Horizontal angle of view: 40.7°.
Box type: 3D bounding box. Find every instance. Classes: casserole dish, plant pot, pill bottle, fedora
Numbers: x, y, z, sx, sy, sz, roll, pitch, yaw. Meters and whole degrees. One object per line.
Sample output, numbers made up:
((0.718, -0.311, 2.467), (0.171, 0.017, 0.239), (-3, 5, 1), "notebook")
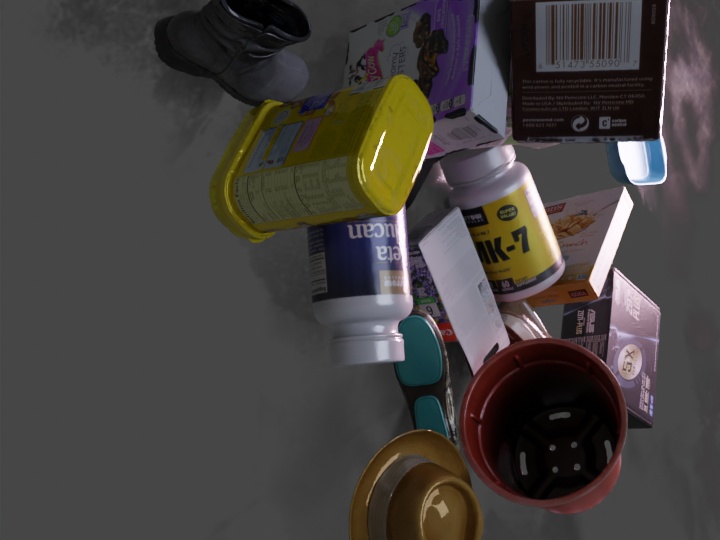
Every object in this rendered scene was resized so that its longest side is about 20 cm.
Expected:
((0.484, -0.209, 1.714), (0.199, 0.038, 0.123), (-9, 90, -49), "casserole dish")
((0.244, 0.213, 1.220), (0.195, 0.198, 0.203), (49, 46, -58), "plant pot")
((0.184, -0.071, 1.277), (0.114, 0.113, 0.202), (-43, 114, -44), "pill bottle")
((0.078, 0.281, 1.077), (0.199, 0.081, 0.204), (-2, 94, -36), "fedora")
((0.000, 0.000, 1.049), (0.110, 0.110, 0.203), (2, 81, -49), "pill bottle")

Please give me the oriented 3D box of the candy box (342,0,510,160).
((0.070, -0.215, 1.106), (0.071, 0.198, 0.170), (25, 63, -43), "candy box")

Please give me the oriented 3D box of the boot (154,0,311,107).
((-0.093, -0.220, 0.968), (0.199, 0.131, 0.071), (4, 79, -49), "boot")

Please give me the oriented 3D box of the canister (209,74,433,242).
((-0.038, -0.109, 0.952), (0.087, 0.198, 0.150), (46, 54, -36), "canister")

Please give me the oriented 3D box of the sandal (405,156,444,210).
((0.085, -0.158, 1.156), (0.048, 0.075, 0.202), (20, 108, -44), "sandal")

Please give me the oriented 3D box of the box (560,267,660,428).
((0.383, 0.123, 1.492), (0.163, 0.085, 0.202), (33, 59, -40), "box")

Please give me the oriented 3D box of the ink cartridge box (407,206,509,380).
((0.117, 0.034, 1.227), (0.109, 0.050, 0.202), (-41, 114, -46), "ink cartridge box")

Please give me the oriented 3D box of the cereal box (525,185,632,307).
((0.292, -0.032, 1.374), (0.040, 0.143, 0.201), (53, 46, -27), "cereal box")

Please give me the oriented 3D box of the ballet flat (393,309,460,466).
((0.082, 0.136, 1.165), (0.075, 0.067, 0.203), (-43, 122, -68), "ballet flat")

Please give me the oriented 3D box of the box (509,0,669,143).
((0.258, -0.261, 1.095), (0.201, 0.164, 0.166), (-67, 154, -54), "box")

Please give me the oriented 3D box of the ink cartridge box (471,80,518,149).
((0.151, -0.249, 1.234), (0.144, 0.048, 0.202), (-11, 65, -33), "ink cartridge box")

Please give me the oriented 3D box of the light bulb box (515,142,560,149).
((0.274, -0.258, 1.355), (0.199, 0.197, 0.127), (0, 81, -50), "light bulb box")

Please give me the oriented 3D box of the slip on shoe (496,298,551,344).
((0.247, 0.115, 1.348), (0.200, 0.076, 0.061), (47, 56, -23), "slip on shoe")
